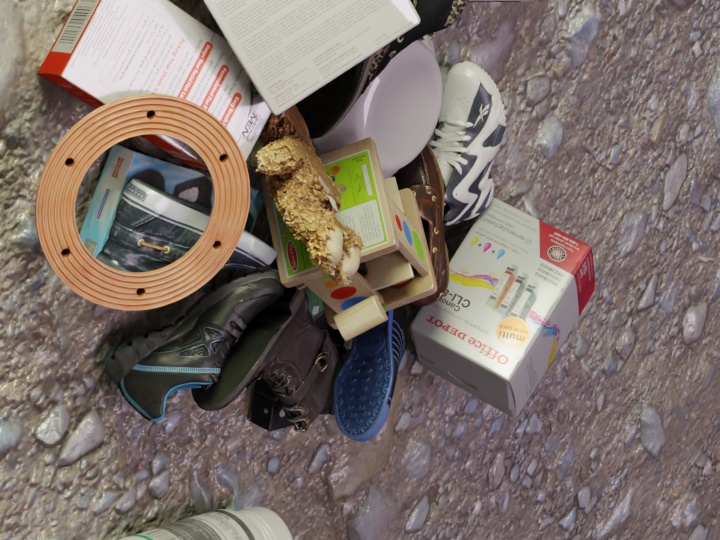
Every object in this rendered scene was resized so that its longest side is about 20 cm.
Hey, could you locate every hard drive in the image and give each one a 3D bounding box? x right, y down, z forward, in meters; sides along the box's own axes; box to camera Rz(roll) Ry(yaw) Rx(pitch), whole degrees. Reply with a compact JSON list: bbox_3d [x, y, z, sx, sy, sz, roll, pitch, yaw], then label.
[{"bbox_3d":[-0.053,0.072,1.847,0.139,0.038,0.201,-11,117,-49],"label":"hard drive"}]

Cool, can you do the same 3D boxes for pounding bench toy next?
[{"bbox_3d":[0.000,0.000,1.687,0.156,0.124,0.201,47,27,-60],"label":"pounding bench toy"}]

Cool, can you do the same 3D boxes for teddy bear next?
[{"bbox_3d":[-0.061,-0.073,1.567,0.067,0.201,0.145,-30,177,12],"label":"teddy bear"}]

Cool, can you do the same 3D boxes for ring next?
[{"bbox_3d":[-0.194,-0.061,1.470,0.200,0.019,0.201,-10,115,-23],"label":"ring"}]

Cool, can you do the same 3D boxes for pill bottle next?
[{"bbox_3d":[-0.170,0.320,1.763,0.200,0.113,0.114,-8,114,-49],"label":"pill bottle"}]

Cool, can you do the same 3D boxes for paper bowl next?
[{"bbox_3d":[0.009,-0.183,1.740,0.200,0.104,0.201,-26,126,-41],"label":"paper bowl"}]

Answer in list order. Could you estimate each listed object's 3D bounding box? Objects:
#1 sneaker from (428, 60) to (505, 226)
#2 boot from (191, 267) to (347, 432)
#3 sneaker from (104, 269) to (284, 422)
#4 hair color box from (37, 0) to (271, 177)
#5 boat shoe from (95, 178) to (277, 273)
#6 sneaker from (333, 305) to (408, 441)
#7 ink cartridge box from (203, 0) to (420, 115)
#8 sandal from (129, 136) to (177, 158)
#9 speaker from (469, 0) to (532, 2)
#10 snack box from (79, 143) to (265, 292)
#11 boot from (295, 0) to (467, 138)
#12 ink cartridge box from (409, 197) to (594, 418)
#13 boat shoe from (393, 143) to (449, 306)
[{"bbox_3d":[0.100,-0.132,1.899,0.130,0.079,0.200,-39,146,-45],"label":"sneaker"},{"bbox_3d":[-0.085,0.113,1.735,0.200,0.069,0.174,-53,141,-29],"label":"boot"},{"bbox_3d":[-0.152,0.072,1.639,0.200,0.082,0.073,-34,171,-7],"label":"sneaker"},{"bbox_3d":[-0.177,-0.175,1.491,0.200,0.064,0.111,32,82,-32],"label":"hair color box"},{"bbox_3d":[-0.168,-0.017,1.573,0.200,0.071,0.091,24,96,-49],"label":"boat shoe"},{"bbox_3d":[0.019,0.101,1.822,0.078,0.070,0.201,48,45,-56],"label":"sneaker"},{"bbox_3d":[-0.060,-0.261,1.453,0.161,0.050,0.200,-32,117,0],"label":"ink cartridge box"},{"bbox_3d":[-0.148,-0.177,1.582,0.200,0.054,0.082,-44,119,-24],"label":"sandal"},{"bbox_3d":[0.129,-0.339,1.830,0.200,0.081,0.082,-11,117,-49],"label":"speaker"},{"bbox_3d":[-0.185,-0.046,1.619,0.200,0.037,0.117,15,98,-54],"label":"snack box"},{"bbox_3d":[0.023,-0.222,1.618,0.154,0.073,0.204,-21,148,-50],"label":"boot"},{"bbox_3d":[0.174,0.047,2.005,0.200,0.145,0.145,-57,161,-15],"label":"ink cartridge box"},{"bbox_3d":[0.058,-0.060,1.837,0.070,0.070,0.201,-10,87,-68],"label":"boat shoe"}]
